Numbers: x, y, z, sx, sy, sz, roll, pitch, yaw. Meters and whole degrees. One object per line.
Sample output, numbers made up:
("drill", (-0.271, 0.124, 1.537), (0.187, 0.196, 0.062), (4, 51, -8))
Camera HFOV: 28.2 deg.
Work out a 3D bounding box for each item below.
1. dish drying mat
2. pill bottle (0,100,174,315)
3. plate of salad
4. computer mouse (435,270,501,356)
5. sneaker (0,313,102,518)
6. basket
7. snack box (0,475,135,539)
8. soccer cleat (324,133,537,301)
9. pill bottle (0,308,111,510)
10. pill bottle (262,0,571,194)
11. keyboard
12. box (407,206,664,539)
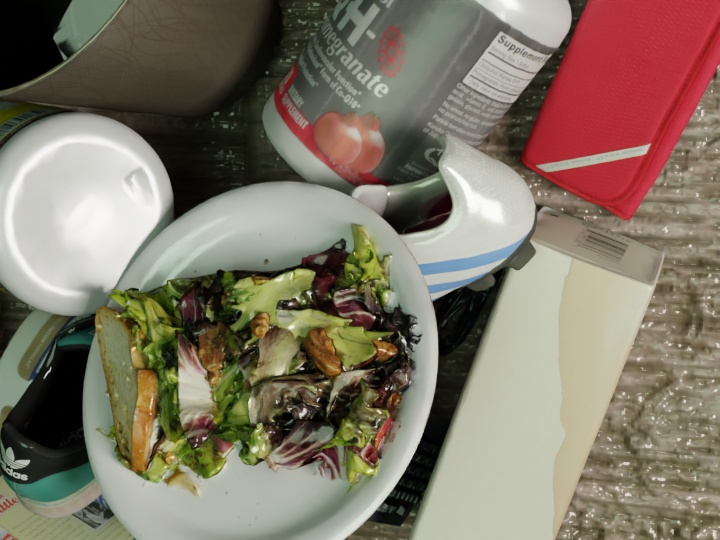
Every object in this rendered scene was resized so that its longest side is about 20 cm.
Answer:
("dish drying mat", (0.149, -0.115, 0.755), (0.077, 0.018, 0.200), (32, 135, 12))
("pill bottle", (-0.192, -0.042, 0.833), (0.200, 0.109, 0.110), (17, 112, 59))
("plate of salad", (-0.058, 0.047, 0.701), (0.199, 0.048, 0.201), (-9, 68, 23))
("computer mouse", (0.012, 0.060, 0.822), (0.034, 0.059, 0.200), (34, 70, 25))
("sneaker", (-0.121, 0.047, 0.800), (0.071, 0.080, 0.200), (33, 65, 16))
("basket", (-0.130, -0.154, 0.772), (0.136, 0.200, 0.180), (42, 97, 16))
("snack box", (-0.207, 0.185, 0.880), (0.116, 0.200, 0.037), (30, 110, 10))
("soccer cleat", (0.000, 0.000, 0.762), (0.200, 0.070, 0.086), (-38, 124, 23))
("pill bottle", (-0.119, 0.101, 0.882), (0.199, 0.111, 0.111), (24, 108, 12))
("pill bottle", (0.044, -0.130, 0.781), (0.111, 0.111, 0.200), (40, 110, 6))
("keyboard", (-0.009, 0.125, 0.795), (0.021, 0.200, 0.127), (38, 93, 25))
("box", (0.099, 0.075, 0.816), (0.077, 0.095, 0.201), (21, 109, 10))
